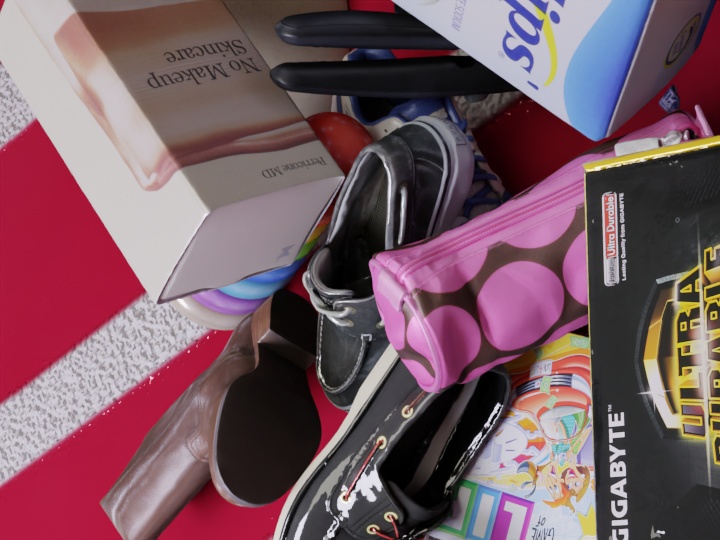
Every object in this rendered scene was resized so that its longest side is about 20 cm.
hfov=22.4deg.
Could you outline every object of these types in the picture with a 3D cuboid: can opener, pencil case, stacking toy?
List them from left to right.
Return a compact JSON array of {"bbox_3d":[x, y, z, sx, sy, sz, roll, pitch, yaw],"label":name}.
[{"bbox_3d":[-0.053,-0.034,1.103,0.200,0.085,0.085,-40,55,55],"label":"stacking toy"},{"bbox_3d":[0.042,-0.123,1.028,0.079,0.200,0.063,31,128,58],"label":"can opener"},{"bbox_3d":[0.102,-0.014,0.956,0.200,0.094,0.091,-28,65,-3],"label":"pencil case"}]

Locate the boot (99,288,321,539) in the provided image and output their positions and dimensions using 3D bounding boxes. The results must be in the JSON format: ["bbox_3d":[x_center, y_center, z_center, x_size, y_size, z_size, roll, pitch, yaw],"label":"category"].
[{"bbox_3d":[-0.104,0.127,1.116,0.200,0.064,0.186,-45,15,31],"label":"boot"}]

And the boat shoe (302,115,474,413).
[{"bbox_3d":[0.000,0.000,1.027,0.072,0.071,0.200,43,131,37],"label":"boat shoe"}]

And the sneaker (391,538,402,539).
[{"bbox_3d":[0.076,0.230,0.982,0.078,0.066,0.200,-27,83,12],"label":"sneaker"}]

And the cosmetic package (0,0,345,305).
[{"bbox_3d":[-0.111,-0.092,1.023,0.200,0.103,0.087,55,138,19],"label":"cosmetic package"}]

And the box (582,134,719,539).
[{"bbox_3d":[0.179,0.038,0.810,0.160,0.049,0.200,-9,75,37],"label":"box"}]

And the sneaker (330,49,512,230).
[{"bbox_3d":[0.041,-0.056,1.060,0.200,0.075,0.088,44,150,35],"label":"sneaker"}]

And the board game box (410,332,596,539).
[{"bbox_3d":[0.086,0.095,1.038,0.200,0.034,0.135,13,90,41],"label":"board game box"}]

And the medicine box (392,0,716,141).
[{"bbox_3d":[0.090,-0.199,0.918,0.200,0.103,0.182,38,150,18],"label":"medicine box"}]

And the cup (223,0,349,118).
[{"bbox_3d":[-0.129,-0.155,1.199,0.200,0.143,0.200,-10,74,39],"label":"cup"}]

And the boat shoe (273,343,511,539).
[{"bbox_3d":[0.014,0.123,1.021,0.063,0.074,0.201,38,102,46],"label":"boat shoe"}]

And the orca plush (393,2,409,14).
[{"bbox_3d":[0.021,-0.230,1.136,0.105,0.071,0.200,-49,54,21],"label":"orca plush"}]
